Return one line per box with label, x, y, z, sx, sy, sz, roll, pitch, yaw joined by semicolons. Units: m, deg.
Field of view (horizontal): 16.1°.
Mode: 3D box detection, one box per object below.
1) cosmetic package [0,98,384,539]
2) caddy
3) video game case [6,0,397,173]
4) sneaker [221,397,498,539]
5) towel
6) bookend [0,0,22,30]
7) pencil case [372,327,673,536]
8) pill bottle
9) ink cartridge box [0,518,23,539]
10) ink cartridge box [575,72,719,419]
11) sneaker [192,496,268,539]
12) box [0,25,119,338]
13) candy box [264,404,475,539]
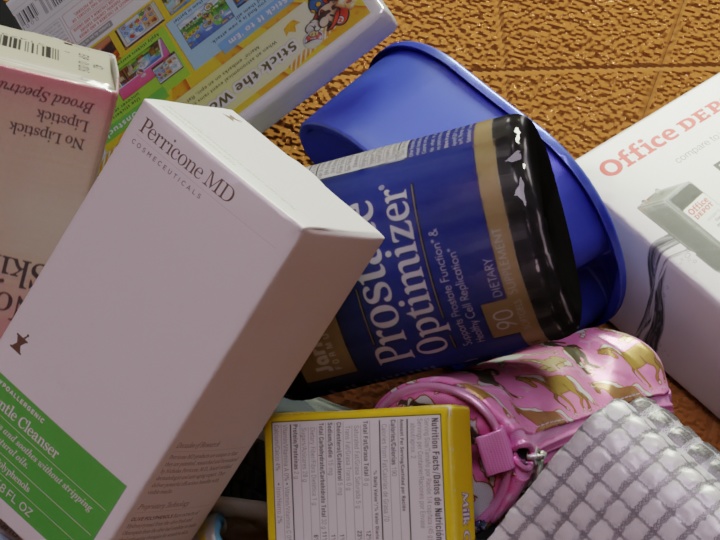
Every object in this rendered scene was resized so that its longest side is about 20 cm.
cosmetic package;-0.093;0.034;1.164;0.107;0.201;0.085;37;16;23
caddy;0.057;-0.036;1.376;0.105;0.142;0.200;-35;60;-25
video game case;-0.099;-0.136;1.410;0.200;0.023;0.182;-37;54;7
sneaker;0.021;0.112;1.293;0.199;0.070;0.082;29;43;13
towel;0.126;0.182;1.168;0.166;0.200;0.085;43;19;23
bookend;-0.279;-0.151;1.439;0.199;0.092;0.199;-9;43;25
pencil case;0.083;0.078;1.262;0.087;0.083;0.200;44;26;18
pill bottle;0.000;0.000;1.237;0.199;0.112;0.112;-15;48;11
ink cartridge box;-0.166;0.221;1.150;0.160;0.047;0.200;33;63;1
ink cartridge box;0.221;-0.005;1.395;0.146;0.083;0.200;-31;57;-27
sneaker;-0.097;0.147;1.247;0.199;0.081;0.077;-4;50;-5
box;-0.206;-0.022;1.281;0.127;0.201;0.109;13;13;-10
candy box;0.006;0.164;1.172;0.102;0.026;0.201;-4;86;28
